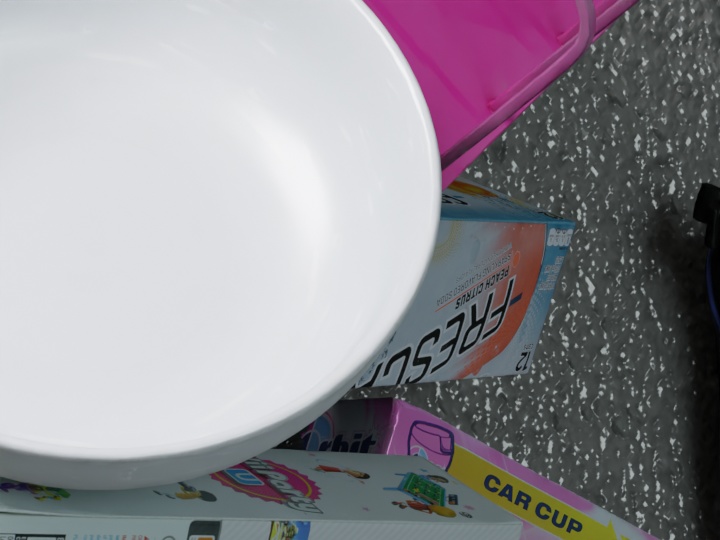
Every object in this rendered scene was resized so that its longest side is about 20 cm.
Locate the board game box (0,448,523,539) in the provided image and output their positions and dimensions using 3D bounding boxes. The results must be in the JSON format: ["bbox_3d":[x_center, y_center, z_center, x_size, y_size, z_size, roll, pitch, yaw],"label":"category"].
[{"bbox_3d":[-0.057,0.133,0.789,0.199,0.064,0.149,6,104,-38],"label":"board game box"}]

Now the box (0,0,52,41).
[{"bbox_3d":[-0.092,-0.195,0.802,0.143,0.036,0.201,-41,131,-36],"label":"box"}]

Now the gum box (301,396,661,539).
[{"bbox_3d":[0.050,0.140,0.965,0.199,0.066,0.114,30,68,-33],"label":"gum box"}]

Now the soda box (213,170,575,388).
[{"bbox_3d":[0.000,0.000,0.890,0.200,0.068,0.064,-1,111,-61],"label":"soda box"}]

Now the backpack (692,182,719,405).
[{"bbox_3d":[0.255,0.049,1.067,0.154,0.189,0.202,-7,88,-55],"label":"backpack"}]

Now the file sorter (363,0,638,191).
[{"bbox_3d":[0.055,-0.145,0.837,0.139,0.125,0.200,49,51,-4],"label":"file sorter"}]

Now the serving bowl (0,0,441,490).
[{"bbox_3d":[-0.079,-0.018,0.748,0.198,0.066,0.201,5,58,-7],"label":"serving bowl"}]

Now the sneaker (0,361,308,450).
[{"bbox_3d":[-0.112,0.045,0.829,0.199,0.087,0.076,3,115,-52],"label":"sneaker"}]
